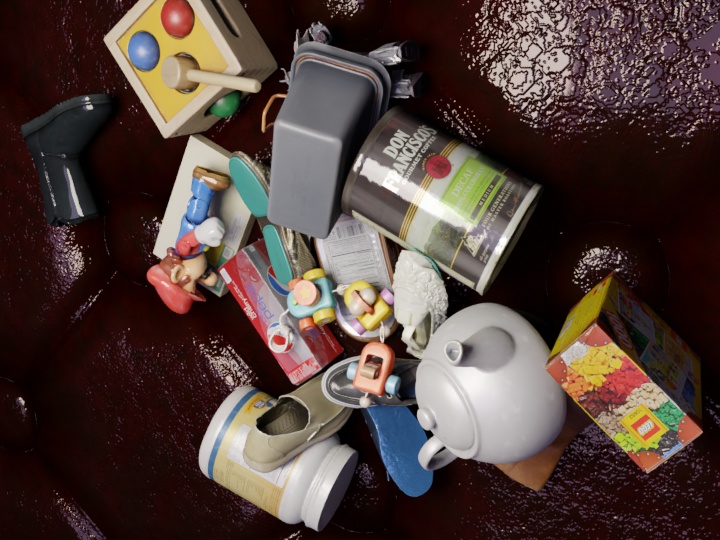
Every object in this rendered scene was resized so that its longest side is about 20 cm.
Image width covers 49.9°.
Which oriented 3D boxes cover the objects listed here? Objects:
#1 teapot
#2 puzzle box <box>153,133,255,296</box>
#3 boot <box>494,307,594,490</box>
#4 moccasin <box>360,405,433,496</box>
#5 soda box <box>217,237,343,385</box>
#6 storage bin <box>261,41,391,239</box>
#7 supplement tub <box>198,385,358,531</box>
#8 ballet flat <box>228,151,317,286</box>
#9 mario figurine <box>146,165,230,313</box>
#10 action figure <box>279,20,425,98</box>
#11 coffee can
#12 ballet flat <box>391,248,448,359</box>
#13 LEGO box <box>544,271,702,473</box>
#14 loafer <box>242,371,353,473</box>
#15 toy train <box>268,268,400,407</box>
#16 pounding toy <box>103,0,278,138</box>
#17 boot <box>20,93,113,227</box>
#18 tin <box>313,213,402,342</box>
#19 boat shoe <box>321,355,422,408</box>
[{"bbox_3d":[0.129,0.146,0.896,0.197,0.145,0.203,2,114,66],"label":"teapot"},{"bbox_3d":[-0.221,-0.079,1.134,0.132,0.025,0.202,31,115,12],"label":"puzzle box"},{"bbox_3d":[0.208,0.167,1.011,0.187,0.069,0.201,32,122,4],"label":"boot"},{"bbox_3d":[0.048,0.210,1.077,0.079,0.068,0.203,-21,84,-5],"label":"moccasin"},{"bbox_3d":[-0.113,0.057,1.099,0.063,0.070,0.201,-34,89,32],"label":"soda box"},{"bbox_3d":[-0.058,-0.147,0.931,0.143,0.135,0.202,18,137,5],"label":"storage bin"},{"bbox_3d":[-0.117,0.272,1.122,0.198,0.144,0.147,24,113,15],"label":"supplement tub"},{"bbox_3d":[-0.113,-0.078,1.060,0.067,0.075,0.202,-4,115,48],"label":"ballet flat"},{"bbox_3d":[-0.216,-0.035,1.069,0.105,0.123,0.203,22,98,20],"label":"mario figurine"},{"bbox_3d":[-0.020,-0.249,0.973,0.197,0.070,0.132,2,123,28],"label":"action figure"},{"bbox_3d":[0.097,-0.084,0.927,0.198,0.146,0.148,31,115,12],"label":"coffee can"},{"bbox_3d":[0.073,0.053,0.961,0.071,0.073,0.201,12,152,20],"label":"ballet flat"},{"bbox_3d":[0.298,0.103,0.862,0.149,0.200,0.077,45,117,5],"label":"LEGO box"},{"bbox_3d":[-0.075,0.195,1.052,0.075,0.199,0.069,34,139,24],"label":"loafer"},{"bbox_3d":[-0.031,0.077,0.993,0.198,0.056,0.152,19,84,23],"label":"toy train"},{"bbox_3d":[-0.211,-0.273,1.009,0.183,0.142,0.202,-32,90,28],"label":"pounding toy"},{"bbox_3d":[-0.423,-0.161,1.168,0.198,0.076,0.171,-14,95,33],"label":"boot"},{"bbox_3d":[0.000,0.000,1.055,0.111,0.042,0.203,-10,101,30],"label":"tin"},{"bbox_3d":[0.047,0.148,1.016,0.196,0.066,0.071,4,82,-2],"label":"boat shoe"}]
